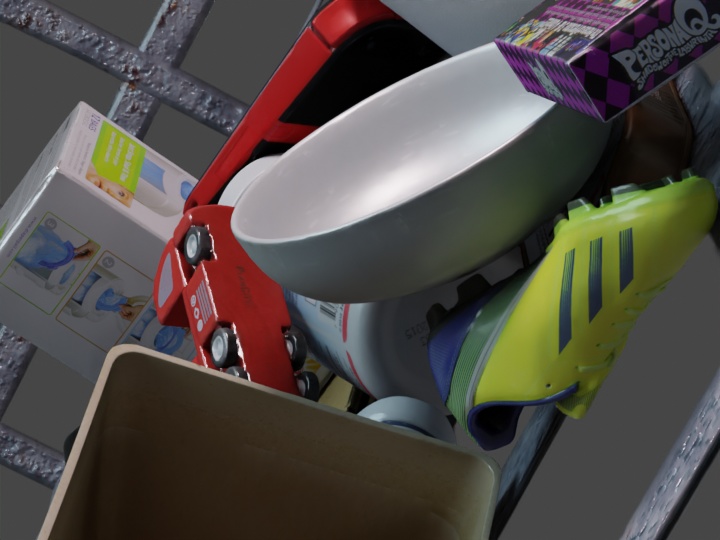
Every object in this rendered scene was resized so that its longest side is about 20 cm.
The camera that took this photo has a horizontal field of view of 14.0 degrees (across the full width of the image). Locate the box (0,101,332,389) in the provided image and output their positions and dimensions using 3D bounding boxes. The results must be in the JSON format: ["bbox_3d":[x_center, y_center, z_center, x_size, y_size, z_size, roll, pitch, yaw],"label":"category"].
[{"bbox_3d":[-0.115,0.012,1.714,0.101,0.200,0.113,-51,12,20],"label":"box"}]

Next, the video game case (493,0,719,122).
[{"bbox_3d":[0.152,-0.133,1.267,0.181,0.036,0.200,-34,9,-2],"label":"video game case"}]

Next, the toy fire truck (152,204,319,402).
[{"bbox_3d":[-0.075,0.083,1.531,0.141,0.049,0.201,-55,41,42],"label":"toy fire truck"}]

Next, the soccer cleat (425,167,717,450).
[{"bbox_3d":[0.104,0.019,1.336,0.200,0.064,0.084,-38,68,48],"label":"soccer cleat"}]

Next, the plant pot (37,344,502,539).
[{"bbox_3d":[-0.063,0.186,1.393,0.200,0.199,0.178,-74,3,-53],"label":"plant pot"}]

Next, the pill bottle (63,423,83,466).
[{"bbox_3d":[-0.106,0.181,1.611,0.112,0.111,0.201,130,133,-56],"label":"pill bottle"}]

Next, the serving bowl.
[{"bbox_3d":[0.039,-0.040,1.415,0.199,0.066,0.200,-26,18,9],"label":"serving bowl"}]

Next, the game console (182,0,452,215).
[{"bbox_3d":[0.006,-0.089,1.704,0.200,0.031,0.177,2,-44,-51],"label":"game console"}]

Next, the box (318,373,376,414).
[{"bbox_3d":[-0.042,0.109,1.714,0.200,0.021,0.164,-49,16,40],"label":"box"}]

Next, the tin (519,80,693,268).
[{"bbox_3d":[0.119,-0.044,1.464,0.200,0.042,0.112,-92,26,-72],"label":"tin"}]

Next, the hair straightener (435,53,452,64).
[{"bbox_3d":[0.037,-0.064,1.701,0.077,0.041,0.200,1,-44,-51],"label":"hair straightener"}]

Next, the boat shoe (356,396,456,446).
[{"bbox_3d":[-0.001,0.153,1.501,0.062,0.072,0.201,-72,2,-55],"label":"boat shoe"}]

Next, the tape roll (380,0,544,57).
[{"bbox_3d":[0.102,-0.201,1.569,0.203,0.139,0.203,-53,3,4],"label":"tape roll"}]

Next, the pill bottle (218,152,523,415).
[{"bbox_3d":[0.000,0.000,1.571,0.200,0.108,0.109,30,93,56],"label":"pill bottle"}]

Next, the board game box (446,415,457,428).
[{"bbox_3d":[0.054,0.021,1.662,0.201,0.034,0.135,-64,8,-2],"label":"board game box"}]
